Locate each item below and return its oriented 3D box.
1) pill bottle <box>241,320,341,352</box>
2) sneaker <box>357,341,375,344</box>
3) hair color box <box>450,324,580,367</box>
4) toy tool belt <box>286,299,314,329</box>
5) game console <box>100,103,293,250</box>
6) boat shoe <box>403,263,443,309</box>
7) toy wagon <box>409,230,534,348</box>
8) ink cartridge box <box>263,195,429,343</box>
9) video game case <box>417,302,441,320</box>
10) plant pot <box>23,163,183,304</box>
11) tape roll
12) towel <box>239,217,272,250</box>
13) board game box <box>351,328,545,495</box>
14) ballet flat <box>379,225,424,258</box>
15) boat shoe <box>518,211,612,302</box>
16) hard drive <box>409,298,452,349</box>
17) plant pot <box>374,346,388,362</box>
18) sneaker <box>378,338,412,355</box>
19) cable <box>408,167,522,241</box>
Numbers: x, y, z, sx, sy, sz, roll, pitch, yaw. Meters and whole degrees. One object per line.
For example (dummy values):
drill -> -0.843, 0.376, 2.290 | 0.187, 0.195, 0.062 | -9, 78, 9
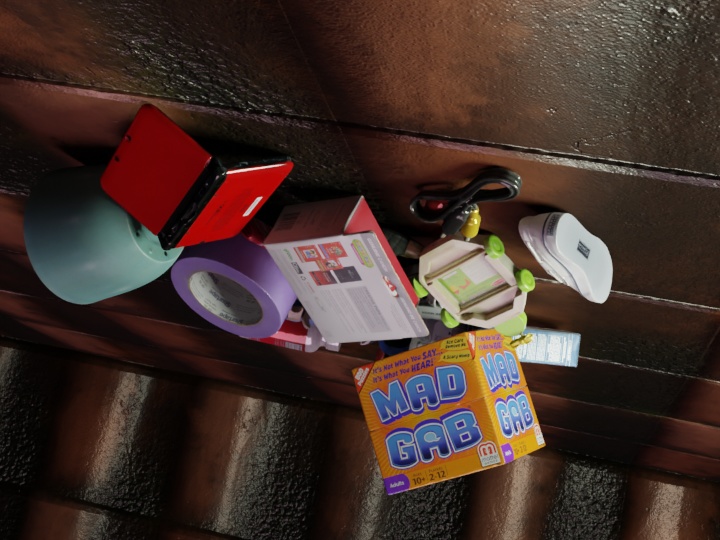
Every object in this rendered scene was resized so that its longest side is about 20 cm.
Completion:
pill bottle -> -0.130, 0.094, 2.066 | 0.200, 0.112, 0.112 | 12, 166, 3
sneaker -> 0.028, 0.080, 1.908 | 0.084, 0.075, 0.200 | -6, -169, -4
hair color box -> 0.263, 0.123, 1.830 | 0.200, 0.061, 0.100 | 7, 180, -10
toy tool belt -> -0.112, 0.058, 1.887 | 0.200, 0.123, 0.125 | 14, 166, -4
game console -> -0.212, -0.124, 1.372 | 0.172, 0.119, 0.200 | -13, 162, -36
boat shoe -> 0.128, 0.027, 1.635 | 0.073, 0.065, 0.200 | 22, 163, -32
toy wagon -> 0.171, 0.031, 1.510 | 0.155, 0.040, 0.200 | -29, 115, 39
ink cartridge box -> -0.004, 0.001, 1.470 | 0.175, 0.084, 0.200 | -5, 131, 32
video game case -> 0.181, 0.074, 1.761 | 0.181, 0.023, 0.200 | 6, 180, 9
plant pot -> -0.344, -0.062, 1.513 | 0.161, 0.201, 0.201 | -10, 156, 31
tape roll -> -0.201, 0.016, 1.741 | 0.200, 0.085, 0.200 | 19, 145, 14
towel -> -0.135, -0.050, 1.576 | 0.145, 0.023, 0.200 | 39, -174, 40
board game box -> 0.140, 0.215, 1.668 | 0.200, 0.200, 0.200 | -20, 170, 25
ballet flat -> -0.004, -0.040, 1.543 | 0.200, 0.057, 0.066 | 11, 167, 9
boat shoe -> 0.265, -0.021, 1.372 | 0.065, 0.074, 0.200 | 8, 156, 38
hard drive -> 0.183, 0.138, 1.898 | 0.200, 0.140, 0.038 | 15, 165, -3
plant pot -> 0.135, 0.195, 2.047 | 0.182, 0.201, 0.200 | 7, 165, 34
sneaker -> 0.043, 0.058, 1.779 | 0.070, 0.078, 0.200 | -1, -149, -21
cable -> 0.126, -0.093, 1.300 | 0.097, 0.050, 0.200 | 32, 151, -4
